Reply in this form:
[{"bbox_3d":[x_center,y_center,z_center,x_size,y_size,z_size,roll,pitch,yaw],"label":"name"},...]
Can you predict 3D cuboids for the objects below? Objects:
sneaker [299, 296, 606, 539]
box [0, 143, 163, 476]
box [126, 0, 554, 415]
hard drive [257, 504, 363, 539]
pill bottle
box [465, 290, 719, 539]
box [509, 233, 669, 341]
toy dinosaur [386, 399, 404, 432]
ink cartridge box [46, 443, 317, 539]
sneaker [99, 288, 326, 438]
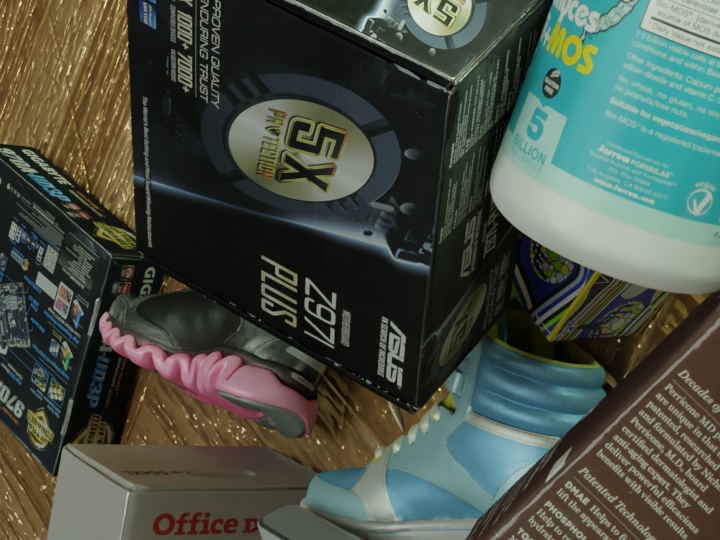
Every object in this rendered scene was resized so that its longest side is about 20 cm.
[{"bbox_3d":[0.049,0.079,1.011,0.199,0.079,0.131,-2,88,41],"label":"sneaker"},{"bbox_3d":[-0.216,0.023,1.361,0.200,0.046,0.160,35,114,46],"label":"box"},{"bbox_3d":[-0.013,-0.061,0.880,0.163,0.086,0.200,28,141,21],"label":"box"},{"bbox_3d":[0.013,0.222,0.997,0.132,0.026,0.201,14,125,65],"label":"hard drive"},{"bbox_3d":[0.132,-0.100,0.789,0.111,0.110,0.201,38,115,45],"label":"pill bottle"},{"bbox_3d":[0.125,0.085,0.851,0.075,0.100,0.200,45,111,3],"label":"box"},{"bbox_3d":[0.141,-0.060,0.911,0.064,0.070,0.200,54,127,32],"label":"box"},{"bbox_3d":[0.000,0.000,1.011,0.058,0.101,0.200,-58,10,17],"label":"toy dinosaur"},{"bbox_3d":[-0.104,0.203,1.134,0.084,0.146,0.201,22,103,51],"label":"ink cartridge box"},{"bbox_3d":[-0.077,0.032,1.186,0.200,0.079,0.096,16,78,49],"label":"sneaker"}]
